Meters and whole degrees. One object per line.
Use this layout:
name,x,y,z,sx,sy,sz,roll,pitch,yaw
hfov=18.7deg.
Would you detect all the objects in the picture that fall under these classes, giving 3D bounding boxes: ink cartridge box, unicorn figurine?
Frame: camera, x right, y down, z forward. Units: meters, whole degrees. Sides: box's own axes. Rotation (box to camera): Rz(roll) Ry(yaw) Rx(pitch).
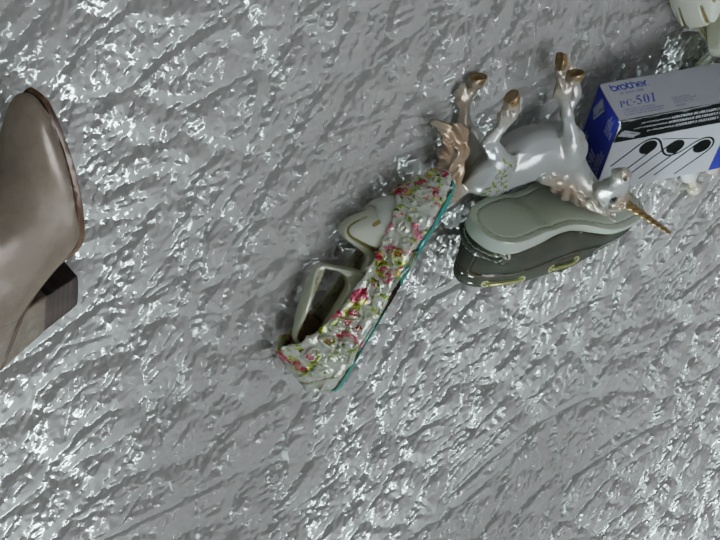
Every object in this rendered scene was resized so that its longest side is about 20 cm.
ink cartridge box,0.283,-0.125,1.812,0.200,0.044,0.094,-12,146,-20
unicorn figurine,0.145,-0.096,1.727,0.200,0.074,0.138,-6,122,-10

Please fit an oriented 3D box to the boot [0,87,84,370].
boot,-0.252,-0.005,1.387,0.146,0.070,0.200,-27,133,-28

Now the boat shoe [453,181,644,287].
boat shoe,0.153,-0.032,1.792,0.201,0.072,0.060,-14,139,-43

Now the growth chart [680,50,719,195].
growth chart,0.340,-0.169,1.928,0.200,0.018,0.145,-47,140,-7

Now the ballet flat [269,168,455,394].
ballet flat,0.000,0.000,1.660,0.064,0.076,0.200,31,87,-18

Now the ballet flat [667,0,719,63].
ballet flat,0.291,-0.214,1.788,0.200,0.067,0.062,35,61,-46
